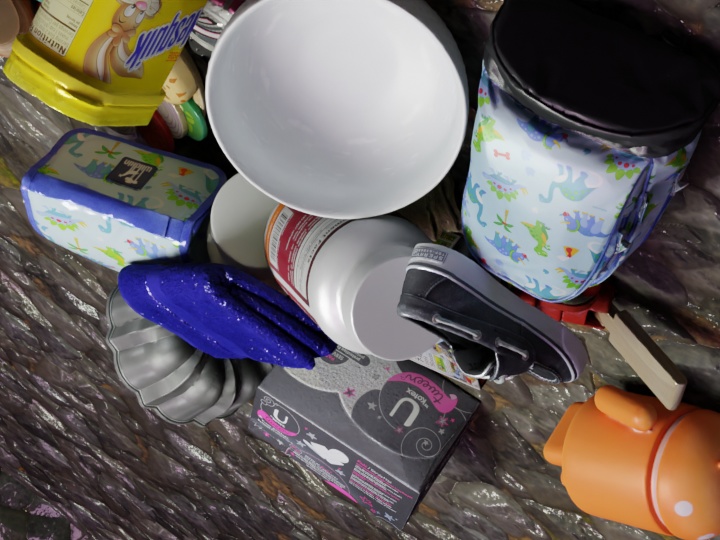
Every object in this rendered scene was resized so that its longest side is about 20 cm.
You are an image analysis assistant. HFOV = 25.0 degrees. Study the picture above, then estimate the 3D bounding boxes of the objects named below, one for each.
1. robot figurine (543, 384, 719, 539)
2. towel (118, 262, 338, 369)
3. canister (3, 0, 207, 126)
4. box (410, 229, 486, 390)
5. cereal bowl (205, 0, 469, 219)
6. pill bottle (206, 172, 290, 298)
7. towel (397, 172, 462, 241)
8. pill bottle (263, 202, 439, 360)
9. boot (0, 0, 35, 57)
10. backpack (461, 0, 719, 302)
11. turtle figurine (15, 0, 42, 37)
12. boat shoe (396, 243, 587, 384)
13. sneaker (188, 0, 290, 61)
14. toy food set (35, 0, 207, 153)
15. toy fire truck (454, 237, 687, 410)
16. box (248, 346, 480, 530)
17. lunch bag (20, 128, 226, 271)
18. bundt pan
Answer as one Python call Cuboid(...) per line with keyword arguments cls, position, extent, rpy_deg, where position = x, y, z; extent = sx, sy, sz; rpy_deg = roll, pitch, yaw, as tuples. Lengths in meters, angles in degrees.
Cuboid(cls="robot figurine", position=(0.256, 0.168, 1.419), extent=(0.199, 0.116, 0.145), rpy_deg=(9, 105, 46))
Cuboid(cls="towel", position=(-0.124, 0.042, 1.452), extent=(0.147, 0.050, 0.200), rpy_deg=(30, 164, -27))
Cuboid(cls="canister", position=(-0.158, -0.211, 1.169), extent=(0.086, 0.201, 0.148), rpy_deg=(32, -167, 11))
Cuboid(cls="box", position=(0.060, 0.026, 1.528), extent=(0.110, 0.035, 0.200), rpy_deg=(22, 151, 31))
Cuboid(cls="cereal bowl", position=(-0.014, -0.143, 1.233), extent=(0.199, 0.084, 0.201), rpy_deg=(3, 125, 5))
Cuboid(cls="pill bottle", position=(-0.083, -0.017, 1.508), extent=(0.114, 0.114, 0.200), rpy_deg=(32, 166, 11))
Cuboid(cls="towel", position=(-0.006, -0.104, 1.392), extent=(0.199, 0.037, 0.149), rpy_deg=(23, 153, 26))
Cuboid(cls="pill bottle", position=(0.000, 0.000, 1.314), extent=(0.113, 0.113, 0.200), rpy_deg=(50, 176, -26))
Cuboid(cls="boot", position=(-0.357, -0.288, 1.501), extent=(0.155, 0.073, 0.201), rpy_deg=(-133, 23, -84))
Cuboid(cls="backpack", position=(0.145, -0.074, 1.132), extent=(0.163, 0.154, 0.200), rpy_deg=(28, 160, 12))
Cuboid(cls="turtle figurine", position=(-0.235, -0.228, 1.374), extent=(0.200, 0.150, 0.101), rpy_deg=(44, 171, 10))
Cuboid(cls="boat shoe", position=(0.098, 0.052, 1.219), extent=(0.071, 0.068, 0.200), rpy_deg=(8, 160, 43))
Cuboid(cls="sneaker", position=(-0.123, -0.220, 1.302), extent=(0.200, 0.074, 0.087), rpy_deg=(38, 149, -13))
Cuboid(cls="toy food set", position=(-0.224, -0.189, 1.517), extent=(0.199, 0.049, 0.198), rpy_deg=(29, 154, 18))
Cuboid(cls="toy fire truck", position=(0.172, 0.017, 1.297), extent=(0.199, 0.129, 0.176), rpy_deg=(12, 156, 6))
Cuboid(cls="box", position=(0.003, 0.150, 1.702), extent=(0.199, 0.132, 0.115), rpy_deg=(33, 151, 8))
Cuboid(cls="lunch bag", position=(-0.214, -0.056, 1.545), extent=(0.169, 0.128, 0.200), rpy_deg=(17, -177, 8))
Cuboid(cls="bundt pan", position=(-0.161, 0.057, 1.693), extent=(0.202, 0.202, 0.076), rpy_deg=(47, 141, -20))
